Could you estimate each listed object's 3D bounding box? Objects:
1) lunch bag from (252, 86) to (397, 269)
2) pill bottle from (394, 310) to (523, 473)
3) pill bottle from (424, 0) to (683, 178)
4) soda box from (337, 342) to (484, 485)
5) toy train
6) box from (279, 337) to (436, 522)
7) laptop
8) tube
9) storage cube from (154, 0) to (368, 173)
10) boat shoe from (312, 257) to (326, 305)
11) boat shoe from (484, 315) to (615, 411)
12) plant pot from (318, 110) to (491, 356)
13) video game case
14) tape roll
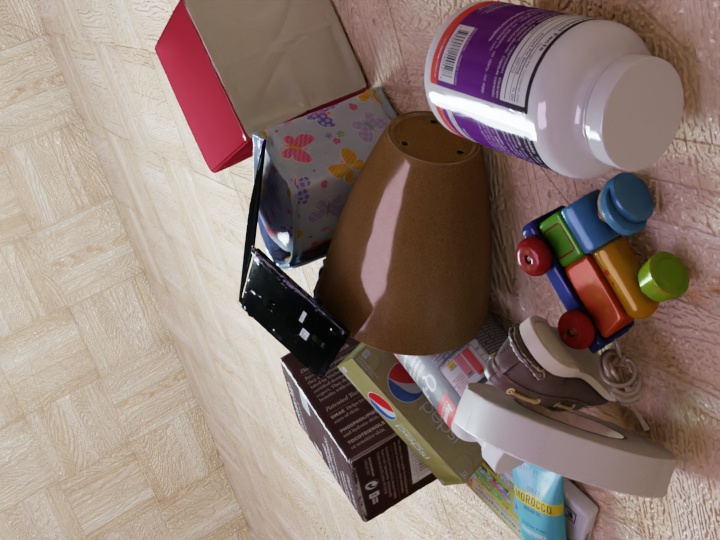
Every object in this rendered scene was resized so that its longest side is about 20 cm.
[{"bbox_3d":[-0.029,-0.086,1.140,0.128,0.168,0.201,58,158,25],"label":"lunch bag"},{"bbox_3d":[0.124,0.113,1.083,0.201,0.115,0.116,52,157,28],"label":"pill bottle"},{"bbox_3d":[0.142,-0.137,0.743,0.200,0.112,0.113,33,145,53],"label":"pill bottle"},{"bbox_3d":[0.067,0.163,1.182,0.200,0.068,0.064,48,156,-2],"label":"soda box"},{"bbox_3d":[0.223,0.025,0.805,0.201,0.084,0.116,61,146,7],"label":"toy train"},{"bbox_3d":[0.015,0.195,1.354,0.200,0.163,0.167,50,161,38],"label":"box"},{"bbox_3d":[-0.072,-0.005,1.061,0.200,0.103,0.177,41,158,5],"label":"laptop"},{"bbox_3d":[0.209,0.291,1.132,0.077,0.050,0.202,15,128,40],"label":"tube"},{"bbox_3d":[-0.121,-0.242,1.177,0.202,0.170,0.179,65,158,-3],"label":"storage cube"},{"bbox_3d":[0.000,0.000,1.150,0.200,0.092,0.075,-72,-1,-71],"label":"boat shoe"},{"bbox_3d":[0.174,0.092,0.873,0.199,0.059,0.072,23,-147,-55],"label":"boat shoe"},{"bbox_3d":[0.058,-0.050,0.995,0.187,0.185,0.202,47,144,36],"label":"plant pot"},{"bbox_3d":[0.200,0.271,1.204,0.200,0.023,0.183,42,151,33],"label":"video game case"},{"bbox_3d":[0.185,0.151,0.898,0.202,0.201,0.037,23,95,60],"label":"tape roll"}]
